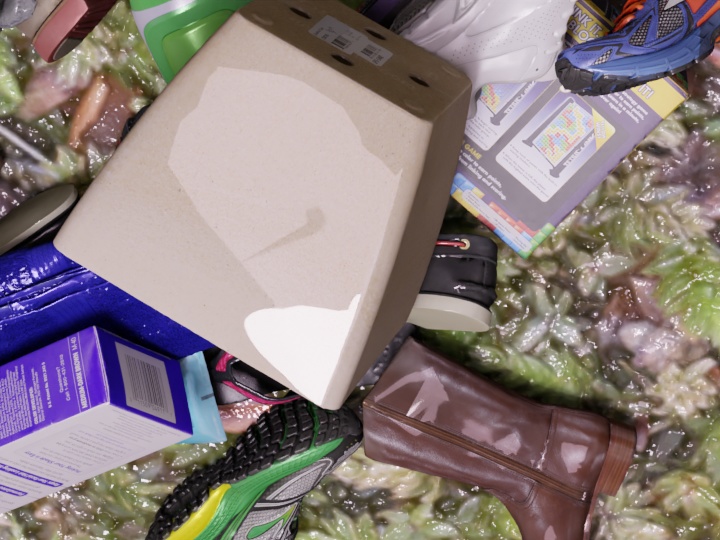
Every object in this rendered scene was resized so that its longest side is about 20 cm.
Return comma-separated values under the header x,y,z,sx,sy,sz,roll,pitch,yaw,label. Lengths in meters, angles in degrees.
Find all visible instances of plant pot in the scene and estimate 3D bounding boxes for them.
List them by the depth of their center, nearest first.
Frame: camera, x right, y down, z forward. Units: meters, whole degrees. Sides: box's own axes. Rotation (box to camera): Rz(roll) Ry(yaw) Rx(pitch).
x,y,z,sx,sy,sz,roll,pitch,yaw,label
-0.037,-0.064,1.406,0.200,0.200,0.177,31,111,5,plant pot

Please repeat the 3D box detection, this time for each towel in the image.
x,y,z,sx,sy,sz,roll,pitch,yaw,label
-0.199,0.038,1.579,0.199,0.050,0.148,-19,138,13,towel

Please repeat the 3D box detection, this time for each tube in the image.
x,y,z,sx,sy,sz,roll,pitch,yaw,label
-0.200,0.103,1.668,0.199,0.050,0.078,-8,117,17,tube

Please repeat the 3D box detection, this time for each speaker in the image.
x,y,z,sx,sy,sz,roll,pitch,yaw,label
-0.082,-0.122,1.547,0.088,0.089,0.200,-21,109,16,speaker

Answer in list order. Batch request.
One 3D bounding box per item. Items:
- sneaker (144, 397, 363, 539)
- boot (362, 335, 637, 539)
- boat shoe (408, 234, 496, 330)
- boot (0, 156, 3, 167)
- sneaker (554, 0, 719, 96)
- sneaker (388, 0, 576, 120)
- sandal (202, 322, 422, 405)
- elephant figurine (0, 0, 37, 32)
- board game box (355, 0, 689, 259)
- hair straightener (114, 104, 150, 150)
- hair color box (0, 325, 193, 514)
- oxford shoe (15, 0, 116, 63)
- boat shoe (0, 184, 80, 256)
x,y,z,sx,sy,sz,roll,pitch,yaw,label
-0.067,0.164,1.683,0.085,0.078,0.200,41,121,-18,sneaker
0.076,0.158,1.647,0.199,0.064,0.187,19,101,-12,boot
0.001,0.001,1.579,0.201,0.074,0.063,3,75,26,boat shoe
-0.352,-0.028,1.631,0.199,0.064,0.187,-3,114,4,boot
0.200,-0.171,1.464,0.200,0.075,0.079,-29,94,-27,sneaker
0.110,-0.173,1.454,0.099,0.078,0.200,42,120,-18,sneaker
-0.055,0.063,1.645,0.199,0.045,0.075,-6,113,10,sandal
-0.330,-0.224,1.519,0.155,0.141,0.201,-25,93,-13,elephant figurine
0.094,-0.134,1.534,0.200,0.057,0.165,41,110,-10,board game box
-0.162,-0.031,1.610,0.077,0.041,0.200,43,113,35,hair straightener
-0.230,0.111,1.581,0.199,0.109,0.065,-24,64,21,hair color box
-0.174,-0.234,1.519,0.075,0.070,0.200,43,106,4,oxford shoe
-0.263,0.008,1.634,0.201,0.074,0.063,-35,106,25,boat shoe
